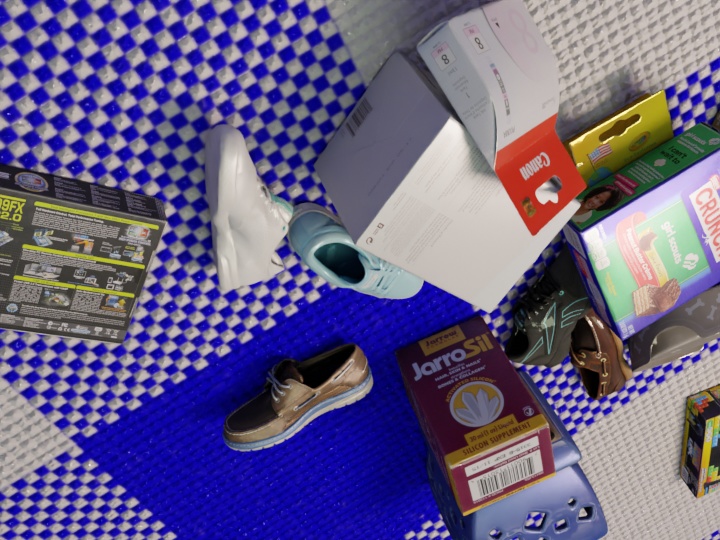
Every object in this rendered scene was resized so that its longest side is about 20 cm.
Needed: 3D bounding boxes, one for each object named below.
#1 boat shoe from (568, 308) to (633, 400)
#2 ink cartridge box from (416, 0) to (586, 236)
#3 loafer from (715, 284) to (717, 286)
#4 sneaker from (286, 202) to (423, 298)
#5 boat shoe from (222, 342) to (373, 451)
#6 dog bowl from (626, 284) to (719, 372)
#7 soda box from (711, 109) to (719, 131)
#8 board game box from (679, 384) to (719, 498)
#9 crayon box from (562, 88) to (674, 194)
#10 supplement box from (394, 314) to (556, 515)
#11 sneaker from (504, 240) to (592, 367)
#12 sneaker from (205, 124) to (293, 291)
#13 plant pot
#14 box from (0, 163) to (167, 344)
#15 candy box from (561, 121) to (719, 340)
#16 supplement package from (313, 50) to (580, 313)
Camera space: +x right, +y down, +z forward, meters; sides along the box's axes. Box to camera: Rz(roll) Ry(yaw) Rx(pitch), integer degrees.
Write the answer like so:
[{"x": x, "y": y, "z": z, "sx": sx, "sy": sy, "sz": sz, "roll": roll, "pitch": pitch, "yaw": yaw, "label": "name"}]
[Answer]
[{"x": 0.315, "y": 0.109, "z": 1.275, "sx": 0.070, "sy": 0.071, "sz": 0.201, "roll": -33, "pitch": 131, "yaw": -1, "label": "boat shoe"}, {"x": 0.154, "y": -0.154, "z": 0.893, "sx": 0.057, "sy": 0.202, "sz": 0.162, "roll": -36, "pitch": 179, "yaw": 39, "label": "ink cartridge box"}, {"x": 0.396, "y": 0.003, "z": 1.231, "sx": 0.197, "sy": 0.068, "sz": 0.072, "roll": -12, "pitch": 99, "yaw": -26, "label": "loafer"}, {"x": 0.000, "y": 0.000, "z": 1.050, "sx": 0.198, "sy": 0.082, "sz": 0.074, "roll": 23, "pitch": 116, "yaw": -35, "label": "sneaker"}, {"x": -0.082, "y": 0.144, "z": 1.141, "sx": 0.197, "sy": 0.072, "sz": 0.073, "roll": -27, "pitch": 128, "yaw": -15, "label": "boat shoe"}, {"x": 0.443, "y": 0.072, "z": 1.254, "sx": 0.196, "sy": 0.060, "sz": 0.200, "roll": -18, "pitch": 164, "yaw": -5, "label": "dog bowl"}, {"x": 0.447, "y": -0.109, "z": 1.166, "sx": 0.063, "sy": 0.068, "sz": 0.203, "roll": 2, "pitch": 125, "yaw": -25, "label": "soda box"}, {"x": 0.606, "y": 0.262, "z": 1.528, "sx": 0.162, "sy": 0.057, "sz": 0.202, "roll": -19, "pitch": 131, "yaw": -7, "label": "board game box"}, {"x": 0.309, "y": -0.116, "z": 1.113, "sx": 0.125, "sy": 0.051, "sz": 0.201, "roll": -28, "pitch": 132, "yaw": 0, "label": "crayon box"}, {"x": 0.139, "y": 0.173, "z": 1.163, "sx": 0.129, "sy": 0.201, "sz": 0.104, "roll": -23, "pitch": 131, "yaw": -4, "label": "supplement box"}, {"x": 0.240, "y": 0.045, "z": 1.193, "sx": 0.078, "sy": 0.076, "sz": 0.203, "roll": -1, "pitch": 126, "yaw": -19, "label": "sneaker"}, {"x": -0.110, "y": -0.067, "z": 0.959, "sx": 0.087, "sy": 0.076, "sz": 0.202, "roll": -9, "pitch": 139, "yaw": -12, "label": "sneaker"}, {"x": 0.194, "y": 0.266, "z": 1.267, "sx": 0.197, "sy": 0.201, "sz": 0.182, "roll": -22, "pitch": 125, "yaw": -4, "label": "plant pot"}, {"x": -0.309, "y": -0.013, "z": 0.934, "sx": 0.197, "sy": 0.045, "sz": 0.162, "roll": 10, "pitch": 120, "yaw": -29, "label": "box"}, {"x": 0.345, "y": -0.044, "z": 1.086, "sx": 0.198, "sy": 0.077, "sz": 0.170, "roll": -31, "pitch": 122, "yaw": 0, "label": "candy box"}, {"x": 0.086, "y": -0.088, "z": 0.973, "sx": 0.198, "sy": 0.152, "sz": 0.152, "roll": 25, "pitch": 113, "yaw": -35, "label": "supplement package"}]
